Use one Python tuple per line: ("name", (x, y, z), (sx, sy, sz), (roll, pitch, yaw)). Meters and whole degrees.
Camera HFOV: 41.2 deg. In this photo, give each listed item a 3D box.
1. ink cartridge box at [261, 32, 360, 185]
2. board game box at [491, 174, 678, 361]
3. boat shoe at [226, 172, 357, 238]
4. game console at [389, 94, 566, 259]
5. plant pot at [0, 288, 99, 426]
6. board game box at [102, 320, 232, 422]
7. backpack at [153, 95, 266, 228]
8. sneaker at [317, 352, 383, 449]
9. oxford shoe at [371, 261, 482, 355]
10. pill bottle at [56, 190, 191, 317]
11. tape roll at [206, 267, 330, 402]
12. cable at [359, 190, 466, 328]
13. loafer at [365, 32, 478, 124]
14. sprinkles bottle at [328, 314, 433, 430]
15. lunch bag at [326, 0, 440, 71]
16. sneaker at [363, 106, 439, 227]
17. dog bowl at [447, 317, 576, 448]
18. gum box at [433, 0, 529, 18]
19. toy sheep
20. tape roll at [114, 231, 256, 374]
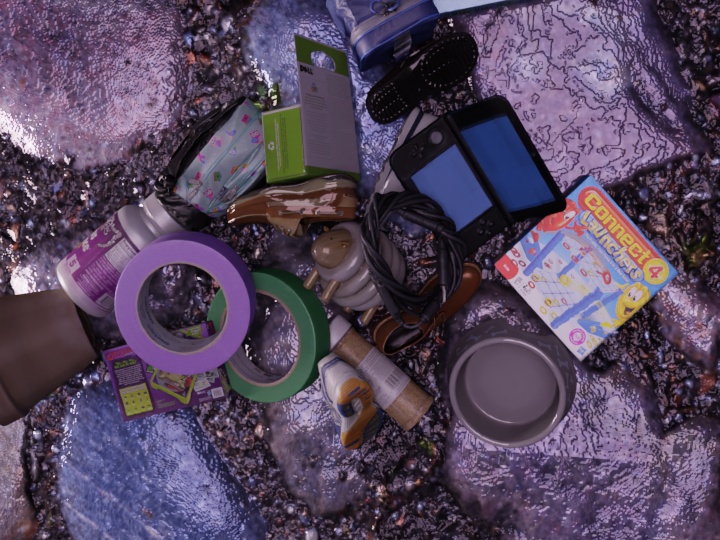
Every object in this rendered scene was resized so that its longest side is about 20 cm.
("ink cartridge box", (-0.075, -0.229, 1.411), (0.075, 0.147, 0.203), (-8, 86, 32))
("board game box", (0.335, -0.004, 1.440), (0.196, 0.056, 0.200), (-43, 89, 8))
("boat shoe", (-0.098, -0.085, 1.378), (0.198, 0.076, 0.075), (-11, 85, 17))
("game console", (0.168, -0.127, 1.387), (0.170, 0.118, 0.201), (-36, 107, -5))
("plant pot", (-0.506, 0.114, 1.480), (0.172, 0.200, 0.202), (-21, 92, -10))
("board game box", (-0.304, 0.160, 1.505), (0.198, 0.032, 0.121), (-15, 96, 22))
("backpack", (-0.209, -0.163, 1.442), (0.126, 0.167, 0.200), (42, 94, -18))
("sneaker", (-0.019, 0.195, 1.452), (0.075, 0.201, 0.088), (-29, 56, -18))
("oxford shoe", (0.108, 0.064, 1.453), (0.199, 0.071, 0.071), (-40, 109, 7))
("pill bottle", (-0.360, -0.029, 1.478), (0.199, 0.112, 0.113), (-39, 90, 7))
("tape roll", (-0.143, 0.098, 1.464), (0.198, 0.048, 0.203), (6, 102, 28))
("cable", (0.077, -0.030, 1.372), (0.163, 0.051, 0.201), (-37, 109, -23))
("loafer", (0.084, -0.297, 1.433), (0.199, 0.071, 0.073), (-32, 120, -8))
("sprinkles bottle", (0.019, 0.158, 1.478), (0.200, 0.068, 0.068), (42, 97, 1))
("lunch bag", (0.037, -0.364, 1.368), (0.135, 0.200, 0.133), (-28, 94, 2))
("sneaker", (0.069, -0.143, 1.450), (0.080, 0.076, 0.202), (27, 99, -7))
("dog bowl", (0.223, 0.175, 1.439), (0.197, 0.059, 0.203), (4, 107, 15))
("gum box", (0.187, -0.479, 1.421), (0.197, 0.045, 0.172), (-10, 93, 7))
("toy sheep", (0.000, 0.000, 1.431), (0.137, 0.199, 0.139), (-20, 56, 33))
("tape roll", (-0.255, 0.047, 1.406), (0.197, 0.066, 0.203), (1, 104, 3))
